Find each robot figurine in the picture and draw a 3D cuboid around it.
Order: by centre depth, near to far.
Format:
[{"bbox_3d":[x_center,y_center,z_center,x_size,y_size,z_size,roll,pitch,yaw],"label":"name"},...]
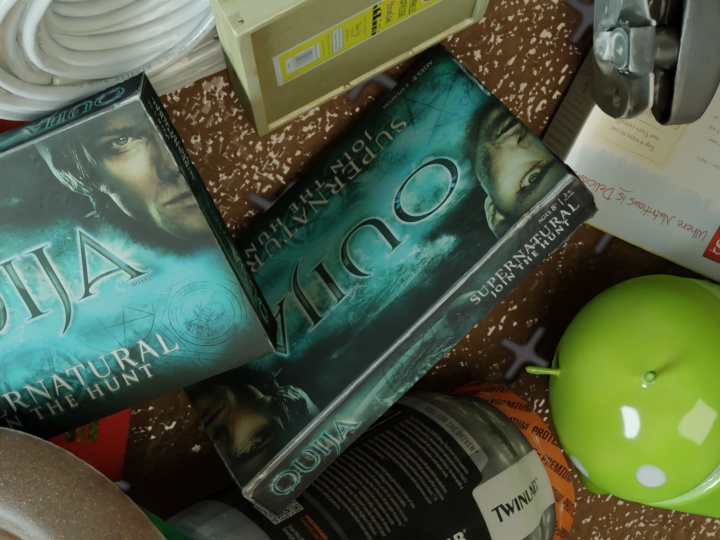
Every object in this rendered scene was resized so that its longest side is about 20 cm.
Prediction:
[{"bbox_3d":[0.178,0.067,0.864,0.199,0.175,0.116,15,77,-41],"label":"robot figurine"}]

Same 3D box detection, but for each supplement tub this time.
[{"bbox_3d":[0.003,0.137,0.828,0.199,0.122,0.123,-26,120,-32],"label":"supplement tub"}]

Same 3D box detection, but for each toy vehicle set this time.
[{"bbox_3d":[0.001,-0.114,0.711,0.124,0.200,0.027,-28,85,-4],"label":"toy vehicle set"}]

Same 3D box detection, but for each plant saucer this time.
[{"bbox_3d":[-0.146,0.165,0.730,0.034,0.199,0.201,-35,130,-51],"label":"plant saucer"}]

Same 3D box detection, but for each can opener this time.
[{"bbox_3d":[0.138,-0.168,0.784,0.067,0.053,0.201,-2,101,-21],"label":"can opener"}]

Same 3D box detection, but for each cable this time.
[{"bbox_3d":[-0.095,-0.132,0.684,0.199,0.200,0.069,-26,74,2],"label":"cable"}]

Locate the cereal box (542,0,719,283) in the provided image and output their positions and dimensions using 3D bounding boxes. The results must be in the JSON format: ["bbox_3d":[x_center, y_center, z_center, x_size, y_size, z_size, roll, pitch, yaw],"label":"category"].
[{"bbox_3d":[0.188,-0.100,0.853,0.143,0.040,0.201,23,105,-24],"label":"cereal box"}]

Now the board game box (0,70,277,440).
[{"bbox_3d":[-0.153,0.012,0.734,0.199,0.028,0.136,-22,117,9],"label":"board game box"}]

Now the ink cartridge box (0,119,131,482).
[{"bbox_3d":[-0.184,0.022,0.794,0.173,0.044,0.201,4,111,-17],"label":"ink cartridge box"}]

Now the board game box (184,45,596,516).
[{"bbox_3d":[0.000,0.000,0.779,0.200,0.135,0.028,-44,130,5],"label":"board game box"}]

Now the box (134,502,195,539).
[{"bbox_3d":[-0.109,0.206,0.794,0.048,0.117,0.201,-22,117,-35],"label":"box"}]
